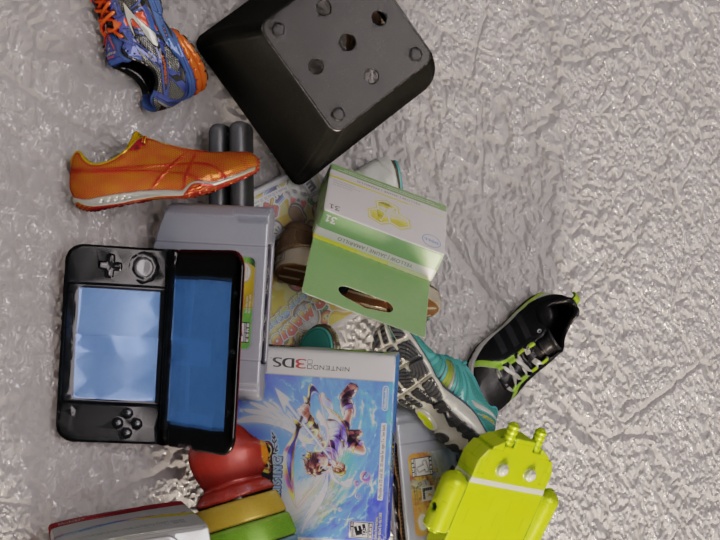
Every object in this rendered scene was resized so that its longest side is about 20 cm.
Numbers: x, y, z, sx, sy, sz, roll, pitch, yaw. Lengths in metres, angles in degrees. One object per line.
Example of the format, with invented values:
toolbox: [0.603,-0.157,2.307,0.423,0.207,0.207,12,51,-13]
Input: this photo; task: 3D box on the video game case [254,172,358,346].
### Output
video game case: [-0.098,0.000,1.689,0.199,0.023,0.184,-29,101,-33]

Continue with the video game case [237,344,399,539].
video game case: [-0.054,0.182,1.610,0.179,0.045,0.202,3,90,8]

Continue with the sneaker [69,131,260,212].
sneaker: [-0.202,-0.109,1.568,0.198,0.073,0.078,-7,90,-10]

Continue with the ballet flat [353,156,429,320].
ballet flat: [0.029,-0.029,1.759,0.069,0.069,0.202,-11,88,-34]

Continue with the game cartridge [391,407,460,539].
game cartridge: [0.094,0.256,1.782,0.132,0.041,0.202,-4,87,-30]

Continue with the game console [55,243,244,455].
game console: [-0.212,0.076,1.514,0.170,0.119,0.202,4,88,-14]

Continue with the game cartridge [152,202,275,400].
game cartridge: [-0.159,0.031,1.589,0.040,0.132,0.202,9,84,-75]

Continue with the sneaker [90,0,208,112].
sneaker: [-0.242,-0.252,1.592,0.078,0.075,0.201,-46,108,-25]

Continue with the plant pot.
plant pot: [-0.032,-0.230,1.620,0.199,0.177,0.201,-38,99,-10]

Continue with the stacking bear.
stacking bear: [-0.119,0.253,1.547,0.113,0.121,0.202,-17,82,6]

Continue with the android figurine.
android figurine: [0.151,0.265,1.734,0.181,0.041,0.202,18,100,-38]

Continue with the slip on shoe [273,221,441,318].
slip on shoe: [0.000,0.000,1.691,0.198,0.076,0.061,15,58,-13]

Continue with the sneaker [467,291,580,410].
sneaker: [0.199,0.092,1.836,0.072,0.083,0.200,49,59,-19]

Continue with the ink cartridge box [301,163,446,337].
ink cartridge box: [0.018,-0.026,1.638,0.144,0.048,0.201,20,32,-8]

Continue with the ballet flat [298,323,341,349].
ballet flat: [-0.053,0.162,1.683,0.075,0.067,0.202,22,80,-55]

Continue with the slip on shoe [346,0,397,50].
slip on shoe: [0.005,-0.344,1.763,0.060,0.076,0.202,-4,90,-17]

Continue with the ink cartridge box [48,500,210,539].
ink cartridge box: [-0.217,0.312,1.451,0.143,0.200,0.147,-7,89,-14]

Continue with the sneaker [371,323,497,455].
sneaker: [0.086,0.127,1.745,0.200,0.077,0.080,50,45,-20]

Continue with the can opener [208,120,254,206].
can opener: [-0.135,-0.058,1.637,0.066,0.052,0.202,5,81,-66]
